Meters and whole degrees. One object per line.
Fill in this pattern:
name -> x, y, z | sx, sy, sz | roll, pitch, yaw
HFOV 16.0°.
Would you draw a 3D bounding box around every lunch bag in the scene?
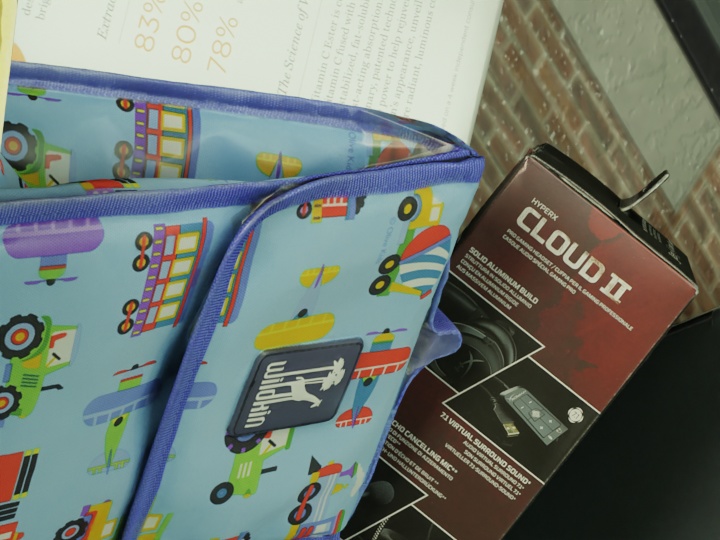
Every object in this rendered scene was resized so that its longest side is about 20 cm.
lunch bag -> -0.061, 0.021, 0.762 | 0.199, 0.094, 0.151 | -1, 124, -30

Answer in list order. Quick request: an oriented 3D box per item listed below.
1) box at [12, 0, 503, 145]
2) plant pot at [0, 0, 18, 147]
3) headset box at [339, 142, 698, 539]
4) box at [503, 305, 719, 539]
box -> -0.067, -0.078, 0.823 | 0.199, 0.097, 0.125 | 16, 85, -27
plant pot -> -0.218, 0.005, 0.644 | 0.199, 0.176, 0.201 | 5, 93, -28
headset box -> 0.042, 0.040, 0.907 | 0.200, 0.077, 0.149 | -51, 178, 6
box -> 0.170, 0.080, 1.069 | 0.199, 0.148, 0.108 | 1, 72, -49
